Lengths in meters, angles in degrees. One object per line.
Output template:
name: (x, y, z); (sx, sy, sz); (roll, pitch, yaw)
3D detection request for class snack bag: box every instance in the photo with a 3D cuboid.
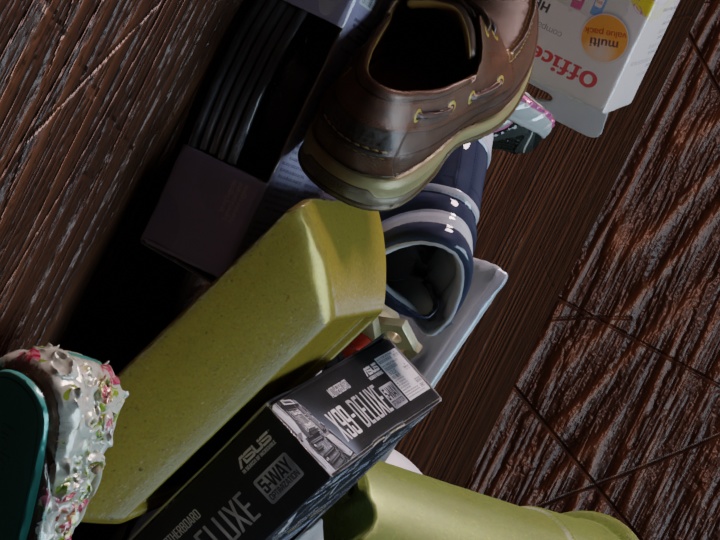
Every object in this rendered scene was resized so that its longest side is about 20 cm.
snack bag: (0.008, 0.060, 1.604); (0.189, 0.021, 0.200); (-55, -158, -8)

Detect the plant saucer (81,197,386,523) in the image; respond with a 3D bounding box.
plant saucer: (-0.065, 0.051, 1.228); (0.200, 0.048, 0.200); (-43, 174, 8)

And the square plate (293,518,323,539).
square plate: (-0.104, 0.237, 1.317); (0.200, 0.028, 0.198); (-39, 167, -48)

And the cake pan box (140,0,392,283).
cake pan box: (-0.030, -0.081, 1.261); (0.200, 0.052, 0.185); (0, 114, -80)

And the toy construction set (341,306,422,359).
toy construction set: (0.017, -0.039, 1.557); (0.131, 0.092, 0.201); (104, 4, -55)

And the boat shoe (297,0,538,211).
boat shoe: (0.040, -0.102, 1.220); (0.200, 0.072, 0.068); (-48, 164, -50)

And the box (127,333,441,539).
box: (-0.052, 0.117, 1.297); (0.158, 0.050, 0.200); (-44, 174, 19)

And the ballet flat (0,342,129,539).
ballet flat: (-0.144, 0.121, 1.080); (0.064, 0.075, 0.201); (-11, 131, -54)

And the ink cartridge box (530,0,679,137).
ink cartridge box: (0.146, -0.198, 1.682); (0.201, 0.128, 0.125); (-66, 170, 11)

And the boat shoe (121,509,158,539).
boat shoe: (-0.091, 0.118, 1.456); (0.201, 0.073, 0.065); (-56, -175, -22)

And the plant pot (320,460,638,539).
plant pot: (0.033, 0.195, 1.451); (0.200, 0.189, 0.201); (-37, -143, 35)

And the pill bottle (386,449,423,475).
pill bottle: (-0.030, 0.197, 1.597); (0.200, 0.110, 0.111); (-52, 165, -56)

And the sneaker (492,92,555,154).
sneaker: (0.031, -0.093, 1.457); (0.087, 0.080, 0.200); (-52, 146, 14)

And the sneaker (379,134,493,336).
sneaker: (0.000, 0.000, 1.388); (0.200, 0.070, 0.109); (-42, -148, 44)
